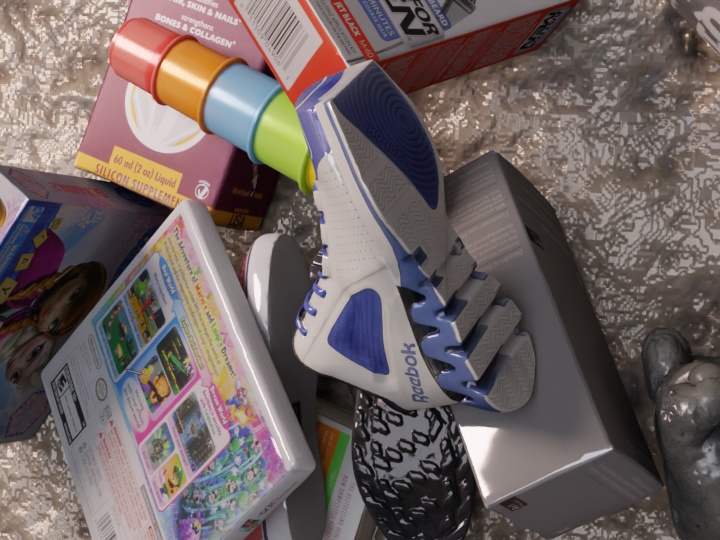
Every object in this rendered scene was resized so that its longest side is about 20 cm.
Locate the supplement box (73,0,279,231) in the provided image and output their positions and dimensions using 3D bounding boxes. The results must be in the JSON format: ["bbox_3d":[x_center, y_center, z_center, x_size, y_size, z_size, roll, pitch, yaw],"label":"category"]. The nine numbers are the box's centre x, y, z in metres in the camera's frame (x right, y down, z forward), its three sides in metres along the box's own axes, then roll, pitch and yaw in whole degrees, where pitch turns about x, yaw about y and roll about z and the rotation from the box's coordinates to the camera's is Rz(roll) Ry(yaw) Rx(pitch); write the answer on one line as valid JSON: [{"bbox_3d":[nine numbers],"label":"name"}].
[{"bbox_3d":[-0.094,-0.140,1.000,0.110,0.086,0.202,22,96,19],"label":"supplement box"}]

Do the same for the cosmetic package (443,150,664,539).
[{"bbox_3d":[0.095,0.045,0.890,0.090,0.107,0.201,-30,62,16],"label":"cosmetic package"}]

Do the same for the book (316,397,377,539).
[{"bbox_3d":[-0.083,0.136,1.013,0.199,0.048,0.135,22,97,21],"label":"book"}]

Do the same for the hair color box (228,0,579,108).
[{"bbox_3d":[0.027,-0.169,0.900,0.111,0.199,0.064,57,141,11],"label":"hair color box"}]

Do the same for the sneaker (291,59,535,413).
[{"bbox_3d":[0.000,0.001,0.815,0.115,0.081,0.201,-20,104,35],"label":"sneaker"}]

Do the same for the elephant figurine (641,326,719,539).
[{"bbox_3d":[0.265,0.077,0.850,0.198,0.142,0.156,-11,121,7],"label":"elephant figurine"}]

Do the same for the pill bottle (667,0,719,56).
[{"bbox_3d":[0.258,-0.148,0.860,0.113,0.113,0.200,-44,75,13],"label":"pill bottle"}]

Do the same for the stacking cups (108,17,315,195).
[{"bbox_3d":[-0.064,-0.101,0.912,0.199,0.060,0.061,32,99,21],"label":"stacking cups"}]

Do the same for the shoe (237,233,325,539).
[{"bbox_3d":[-0.077,0.080,0.952,0.090,0.071,0.202,-5,87,26],"label":"shoe"}]

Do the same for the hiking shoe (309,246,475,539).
[{"bbox_3d":[0.030,0.076,0.927,0.075,0.101,0.202,-15,84,12],"label":"hiking shoe"}]

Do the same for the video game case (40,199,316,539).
[{"bbox_3d":[-0.120,0.090,0.935,0.182,0.024,0.201,-46,53,29],"label":"video game case"}]

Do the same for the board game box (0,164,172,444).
[{"bbox_3d":[-0.227,0.029,0.984,0.041,0.199,0.201,38,102,16],"label":"board game box"}]
